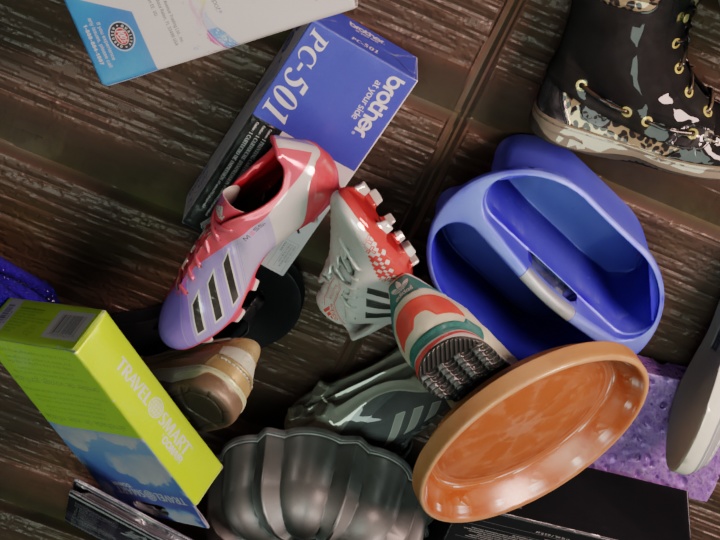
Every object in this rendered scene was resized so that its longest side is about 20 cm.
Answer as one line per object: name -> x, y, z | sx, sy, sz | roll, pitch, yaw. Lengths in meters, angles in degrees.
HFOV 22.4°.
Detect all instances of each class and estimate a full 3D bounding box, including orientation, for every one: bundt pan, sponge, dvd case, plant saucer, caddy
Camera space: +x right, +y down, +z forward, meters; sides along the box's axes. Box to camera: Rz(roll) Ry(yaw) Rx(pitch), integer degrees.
bundt pan -> -0.039, 0.218, 1.514 | 0.200, 0.076, 0.203 | 6, 140, 5
sponge -> 0.214, 0.120, 1.509 | 0.198, 0.030, 0.112 | 15, 121, -6
dvd case -> -0.176, 0.224, 1.508 | 0.148, 0.016, 0.200 | 28, 163, -2
plant saucer -> 0.127, 0.120, 1.386 | 0.199, 0.032, 0.201 | -22, 148, -14
caddy -> 0.141, -0.006, 1.393 | 0.200, 0.105, 0.141 | 41, 115, -20

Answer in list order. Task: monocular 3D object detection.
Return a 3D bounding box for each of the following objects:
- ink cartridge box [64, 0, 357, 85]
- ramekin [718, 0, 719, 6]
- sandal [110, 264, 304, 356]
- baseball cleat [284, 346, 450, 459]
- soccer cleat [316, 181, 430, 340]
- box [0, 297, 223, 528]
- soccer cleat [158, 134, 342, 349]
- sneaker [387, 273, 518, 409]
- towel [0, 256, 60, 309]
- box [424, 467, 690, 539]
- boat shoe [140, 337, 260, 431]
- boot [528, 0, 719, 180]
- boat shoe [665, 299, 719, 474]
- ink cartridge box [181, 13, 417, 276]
ink cartridge box -> -0.113, -0.235, 1.282 | 0.198, 0.085, 0.145 | -15, 119, 12
ramekin -> 0.338, -0.229, 1.254 | 0.198, 0.105, 0.202 | 1, 120, 1
sandal -> -0.133, 0.051, 1.476 | 0.199, 0.043, 0.076 | -22, 117, 15
baseball cleat -> 0.038, 0.111, 1.501 | 0.199, 0.070, 0.107 | -20, 132, 19
soccer cleat -> 0.000, 0.000, 1.377 | 0.085, 0.069, 0.200 | -32, 157, 1
box -> -0.192, 0.109, 1.394 | 0.121, 0.048, 0.201 | 6, 139, 43
soccer cleat -> -0.097, -0.022, 1.358 | 0.200, 0.067, 0.076 | -45, 138, 20
sneaker -> 0.077, 0.062, 1.382 | 0.070, 0.094, 0.200 | -35, 149, 7
towel -> -0.349, 0.051, 1.439 | 0.198, 0.050, 0.148 | -21, 161, 12
box -> 0.161, 0.233, 1.536 | 0.198, 0.079, 0.142 | 14, 131, -6
boat shoe -> -0.144, 0.089, 1.444 | 0.199, 0.076, 0.072 | -8, 131, 47
boot -> 0.232, -0.153, 1.326 | 0.198, 0.073, 0.152 | 11, 121, 3
boat shoe -> 0.306, 0.076, 1.438 | 0.071, 0.070, 0.202 | 19, 103, -12
ink cartridge box -> -0.048, -0.099, 1.383 | 0.094, 0.044, 0.201 | 28, 118, -15
